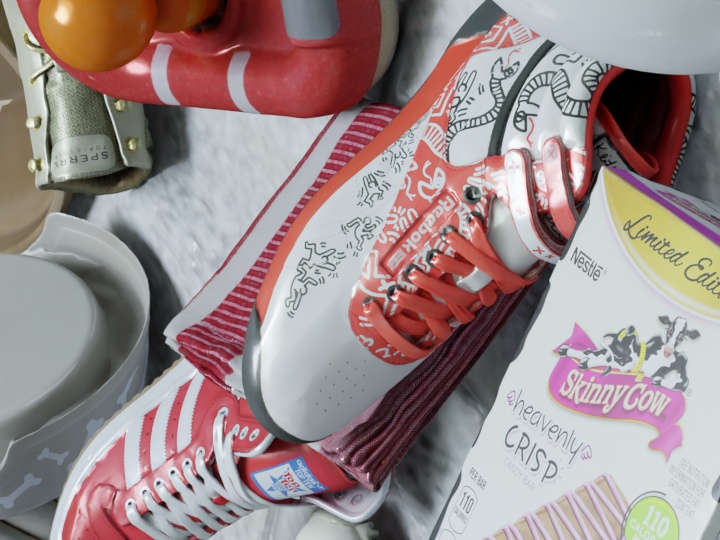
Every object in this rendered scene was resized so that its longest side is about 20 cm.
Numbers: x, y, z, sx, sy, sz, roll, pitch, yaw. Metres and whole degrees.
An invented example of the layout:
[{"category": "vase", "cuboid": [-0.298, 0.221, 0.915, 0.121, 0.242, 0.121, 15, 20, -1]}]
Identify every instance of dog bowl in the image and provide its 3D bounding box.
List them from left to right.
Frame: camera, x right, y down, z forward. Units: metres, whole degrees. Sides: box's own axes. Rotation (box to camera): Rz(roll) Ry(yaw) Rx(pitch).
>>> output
[{"category": "dog bowl", "cuboid": [-0.200, 0.052, 1.473, 0.200, 0.199, 0.059, -127, 19, -50]}]

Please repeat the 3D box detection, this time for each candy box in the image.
[{"category": "candy box", "cuboid": [0.094, 0.083, 0.970, 0.136, 0.061, 0.201, 41, 109, 56]}]

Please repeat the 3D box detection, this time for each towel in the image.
[{"category": "towel", "cuboid": [0.000, 0.000, 1.174, 0.144, 0.023, 0.200, -52, 30, -5]}]

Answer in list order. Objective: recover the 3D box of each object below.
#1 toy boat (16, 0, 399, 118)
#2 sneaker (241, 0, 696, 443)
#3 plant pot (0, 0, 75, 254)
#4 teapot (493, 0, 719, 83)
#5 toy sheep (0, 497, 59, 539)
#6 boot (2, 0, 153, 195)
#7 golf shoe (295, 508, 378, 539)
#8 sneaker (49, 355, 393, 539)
[{"category": "toy boat", "cuboid": [-0.087, -0.125, 1.251, 0.199, 0.130, 0.131, 8, 115, 45]}, {"category": "sneaker", "cuboid": [0.041, -0.013, 1.045, 0.202, 0.067, 0.108, -54, 34, -6]}, {"category": "plant pot", "cuboid": [-0.233, -0.107, 1.594, 0.093, 0.200, 0.201, -57, 0, -43]}, {"category": "teapot", "cuboid": [0.108, -0.138, 0.909, 0.200, 0.197, 0.146, -55, -18, -10]}, {"category": "toy sheep", "cuboid": [-0.196, 0.132, 1.527, 0.138, 0.137, 0.201, 24, 89, 61]}, {"category": "boot", "cuboid": [-0.149, -0.122, 1.430, 0.200, 0.072, 0.156, 50, -147, -78]}, {"category": "golf shoe", "cuboid": [-0.026, 0.200, 1.221, 0.078, 0.097, 0.201, 157, 112, -63]}, {"category": "sneaker", "cuboid": [-0.058, 0.093, 1.240, 0.200, 0.071, 0.113, -50, 33, 13]}]
